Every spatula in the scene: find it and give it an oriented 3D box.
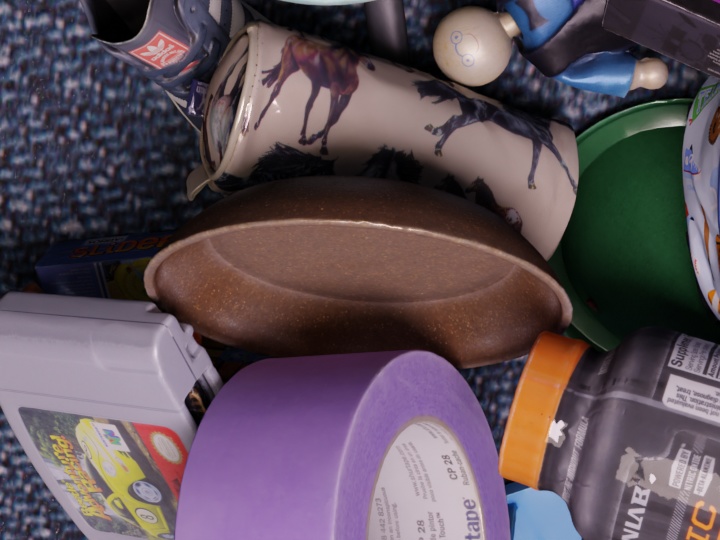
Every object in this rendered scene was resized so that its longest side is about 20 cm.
[{"bbox_3d":[0.024,-0.068,1.011,0.056,0.021,0.201,-3,115,14],"label":"spatula"}]

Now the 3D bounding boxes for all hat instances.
[{"bbox_3d":[0.173,0.032,0.949,0.199,0.176,0.166,25,118,-4],"label":"hat"}]

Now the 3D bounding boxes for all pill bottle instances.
[{"bbox_3d":[0.165,0.089,0.880,0.199,0.106,0.107,17,117,13],"label":"pill bottle"}]

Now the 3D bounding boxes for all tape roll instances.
[{"bbox_3d":[-0.003,0.140,0.940,0.085,0.200,0.201,-6,115,27],"label":"tape roll"}]

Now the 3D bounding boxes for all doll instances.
[{"bbox_3d":[0.121,-0.152,0.943,0.199,0.048,0.137,-31,98,18],"label":"doll"}]

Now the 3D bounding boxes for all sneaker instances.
[{"bbox_3d":[-0.088,-0.111,0.973,0.075,0.085,0.200,-35,106,21],"label":"sneaker"}]

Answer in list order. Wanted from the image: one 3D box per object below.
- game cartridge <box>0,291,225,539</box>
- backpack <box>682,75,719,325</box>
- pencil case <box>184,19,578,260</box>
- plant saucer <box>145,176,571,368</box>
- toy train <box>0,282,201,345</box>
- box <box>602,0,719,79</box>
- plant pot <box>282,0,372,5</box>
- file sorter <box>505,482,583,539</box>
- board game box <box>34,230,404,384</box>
[{"bbox_3d":[-0.110,0.095,0.991,0.133,0.041,0.201,7,136,37],"label":"game cartridge"},{"bbox_3d":[0.246,-0.034,0.883,0.189,0.154,0.201,-10,92,1],"label":"backpack"},{"bbox_3d":[0.015,-0.055,0.954,0.199,0.078,0.090,16,124,-24],"label":"pencil case"},{"bbox_3d":[0.000,0.000,0.916,0.199,0.037,0.201,5,160,2],"label":"plant saucer"},{"bbox_3d":[-0.117,0.065,1.036,0.200,0.056,0.150,48,141,-19],"label":"toy train"},{"bbox_3d":[0.207,-0.149,0.827,0.142,0.200,0.036,26,149,14],"label":"box"},{"bbox_3d":[-0.008,-0.237,0.859,0.199,0.161,0.202,3,115,7],"label":"plant pot"},{"bbox_3d":[0.106,0.204,1.073,0.199,0.123,0.139,-21,111,16],"label":"file sorter"},{"bbox_3d":[-0.065,0.043,1.057,0.199,0.034,0.136,-4,114,18],"label":"board game box"}]
